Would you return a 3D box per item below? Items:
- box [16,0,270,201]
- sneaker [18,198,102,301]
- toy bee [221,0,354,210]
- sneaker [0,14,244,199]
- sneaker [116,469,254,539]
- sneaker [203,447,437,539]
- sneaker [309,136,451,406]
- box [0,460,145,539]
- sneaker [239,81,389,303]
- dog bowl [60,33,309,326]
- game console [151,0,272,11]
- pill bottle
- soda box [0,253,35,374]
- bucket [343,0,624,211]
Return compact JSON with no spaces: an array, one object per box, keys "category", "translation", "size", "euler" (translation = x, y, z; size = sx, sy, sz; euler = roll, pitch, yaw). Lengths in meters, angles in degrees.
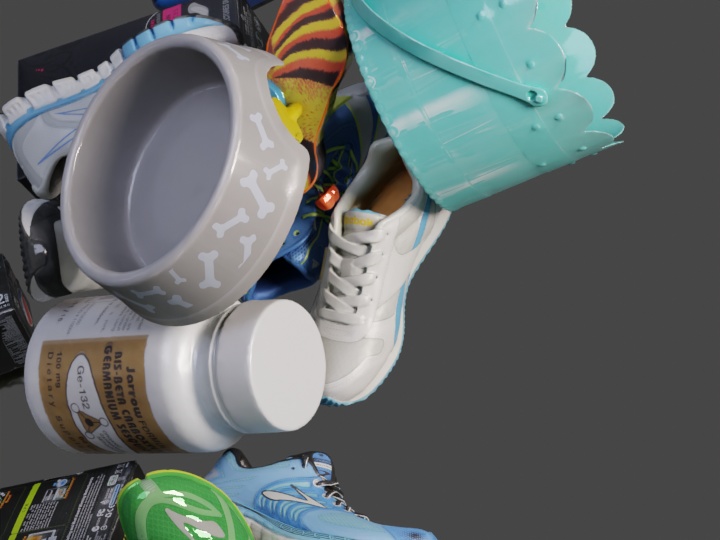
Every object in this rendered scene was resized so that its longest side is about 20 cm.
[{"category":"box","translation":[-0.162,-0.122,1.412],"size":[0.198,0.106,0.123],"euler":[-17,56,15]},{"category":"sneaker","translation":[-0.192,-0.019,1.321],"size":[0.079,0.200,0.074],"euler":[-4,93,12]},{"category":"toy bee","translation":[-0.048,-0.100,1.270],"size":[0.108,0.200,0.131],"euler":[33,40,-2]},{"category":"sneaker","translation":[-0.166,-0.114,1.314],"size":[0.199,0.075,0.087],"euler":[-28,71,12]},{"category":"sneaker","translation":[-0.084,0.212,1.125],"size":[0.074,0.201,0.084],"euler":[-31,9,-5]},{"category":"sneaker","translation":[-0.032,0.161,1.199],"size":[0.199,0.079,0.090],"euler":[11,62,29]},{"category":"sneaker","translation":[0.000,0.000,1.279],"size":[0.076,0.081,0.201],"euler":[9,67,27]},{"category":"box","translation":[-0.252,0.225,1.234],"size":[0.192,0.048,0.201],"euler":[-16,30,17]},{"category":"sneaker","translation":[-0.031,-0.047,1.329],"size":[0.200,0.076,0.105],"euler":[-42,53,5]},{"category":"dog bowl","translation":[-0.124,-0.067,1.195],"size":[0.199,0.058,0.202],"euler":[-18,61,37]},{"category":"game console","translation":[-0.080,-0.291,1.476],"size":[0.199,0.171,0.119],"euler":[-25,80,9]},{"category":"pill bottle","translation":[-0.129,0.071,1.256],"size":[0.199,0.114,0.115],"euler":[-5,58,34]},{"category":"soda box","translation":[-0.354,0.063,1.388],"size":[0.198,0.064,0.071],"euler":[-21,45,-3]},{"category":"bucket","translation":[0.086,-0.150,1.261],"size":[0.134,0.207,0.208],"euler":[-25,53,15]}]
